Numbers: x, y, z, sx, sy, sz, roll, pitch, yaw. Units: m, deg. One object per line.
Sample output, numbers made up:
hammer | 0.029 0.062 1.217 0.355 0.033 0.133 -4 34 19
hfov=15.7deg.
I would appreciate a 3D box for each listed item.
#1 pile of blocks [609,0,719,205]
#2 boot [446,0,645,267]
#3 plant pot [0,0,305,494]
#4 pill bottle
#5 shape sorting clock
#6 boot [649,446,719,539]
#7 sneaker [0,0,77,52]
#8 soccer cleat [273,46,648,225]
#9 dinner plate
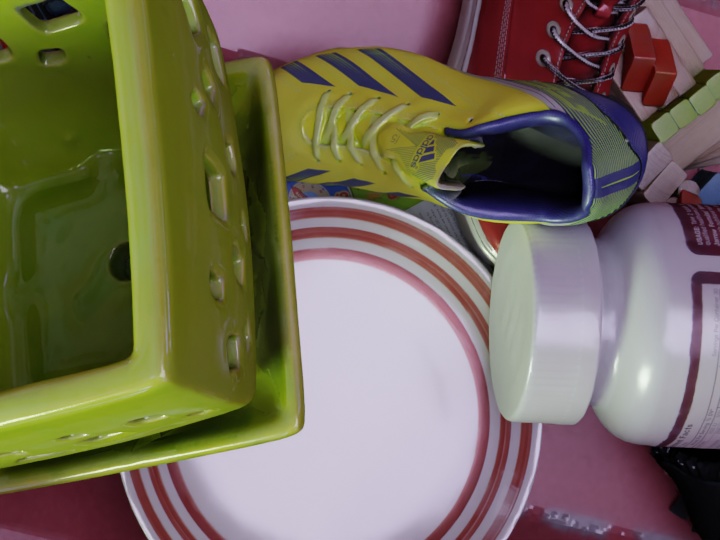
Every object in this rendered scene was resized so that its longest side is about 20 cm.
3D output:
pile of blocks | 0.160 -0.039 1.263 0.082 0.062 0.201 -13 99 -13
boot | 0.099 -0.100 1.180 0.072 0.144 0.201 6 84 -25
plant pot | -0.132 -0.011 1.090 0.199 0.181 0.200 -13 72 22
pill bottle | 0.164 0.025 1.173 0.199 0.110 0.110 2 95 -9
shape sorting clock | 0.000 0.000 1.236 0.199 0.039 0.201 1 86 -13
boot | 0.219 0.149 1.233 0.073 0.198 0.163 -29 108 -13
sneaker | -0.142 -0.136 1.157 0.079 0.096 0.200 -41 104 -7
soccer cleat | 0.027 -0.058 1.148 0.199 0.084 0.065 7 110 21
dinner plate | -0.015 0.067 1.195 0.199 0.024 0.201 1 85 -12
